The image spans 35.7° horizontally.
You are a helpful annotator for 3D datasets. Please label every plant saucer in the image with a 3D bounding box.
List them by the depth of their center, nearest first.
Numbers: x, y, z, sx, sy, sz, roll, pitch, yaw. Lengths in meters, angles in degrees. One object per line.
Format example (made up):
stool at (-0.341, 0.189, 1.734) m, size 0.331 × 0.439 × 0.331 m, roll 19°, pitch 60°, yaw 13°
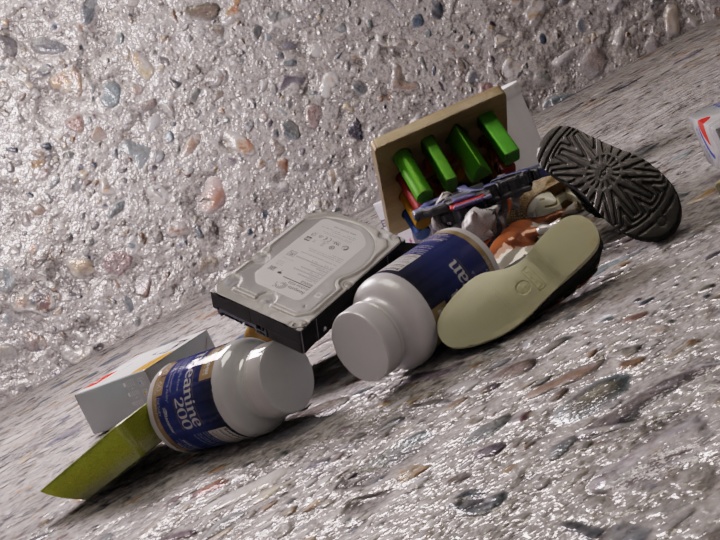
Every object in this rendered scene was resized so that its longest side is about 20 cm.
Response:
plant saucer at (-0.280, 0.210, 1.415) m, size 0.199 × 0.048 × 0.200 m, roll -39°, pitch 0°, yaw 36°

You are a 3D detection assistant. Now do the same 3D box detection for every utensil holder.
utensil holder at (0.234, -0.196, 1.916) m, size 0.168 × 0.202 × 0.170 m, roll -25°, pitch 6°, yaw 3°

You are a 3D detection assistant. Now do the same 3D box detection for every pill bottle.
pill bottle at (0.061, 0.040, 1.245) m, size 0.199 × 0.112 × 0.110 m, roll -33°, pitch 10°, yaw -40°
pill bottle at (-0.148, 0.141, 1.288) m, size 0.198 × 0.112 × 0.111 m, roll -20°, pitch 9°, yaw 42°

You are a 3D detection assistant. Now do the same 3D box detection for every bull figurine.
bull figurine at (0.210, -0.029, 1.382) m, size 0.120 × 0.066 × 0.200 m, roll -20°, pitch 10°, yaw 24°

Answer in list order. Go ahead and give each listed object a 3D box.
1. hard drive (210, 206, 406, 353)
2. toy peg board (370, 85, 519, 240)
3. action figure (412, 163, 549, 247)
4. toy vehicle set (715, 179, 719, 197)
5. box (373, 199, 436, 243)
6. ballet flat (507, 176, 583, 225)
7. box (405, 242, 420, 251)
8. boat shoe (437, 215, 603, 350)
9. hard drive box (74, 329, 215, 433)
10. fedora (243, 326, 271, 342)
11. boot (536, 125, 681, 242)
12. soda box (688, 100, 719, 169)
hard drive at (-0.057, 0.004, 1.283) m, size 0.138 × 0.038 × 0.200 m, roll 21°, pitch 45°, yaw 32°
toy peg board at (0.132, -0.122, 1.559) m, size 0.197 × 0.099 × 0.200 m, roll -23°, pitch -34°, yaw -7°
action figure at (0.178, -0.071, 1.471) m, size 0.197 × 0.106 × 0.193 m, roll -18°, pitch 3°, yaw 15°
toy vehicle set at (0.498, -0.139, 1.262) m, size 0.123 × 0.027 × 0.199 m, roll -19°, pitch 11°, yaw 48°
box at (0.126, -0.086, 1.797) m, size 0.114 × 0.134 × 0.199 m, roll -28°, pitch 7°, yaw -26°
ballet flat at (0.298, -0.109, 1.633) m, size 0.198 × 0.071 × 0.065 m, roll -30°, pitch 21°, yaw 7°
box at (0.000, 0.000, 1.478) m, size 0.190 × 0.048 × 0.200 m, roll 2°, pitch -12°, yaw -5°
boat shoe at (0.172, 0.023, 1.187) m, size 0.200 × 0.074 × 0.063 m, roll -36°, pitch -28°, yaw 1°
hard drive box at (-0.344, 0.184, 1.831) m, size 0.198 × 0.078 × 0.155 m, roll -21°, pitch 9°, yaw 39°
fedora at (-0.093, 0.073, 1.450) m, size 0.201 × 0.082 × 0.201 m, roll -50°, pitch -1°, yaw -1°
boot at (0.315, -0.086, 1.323) m, size 0.080 × 0.211 × 0.157 m, roll -50°, pitch -39°, yaw 8°
soda box at (0.426, -0.154, 1.263) m, size 0.067 × 0.064 × 0.200 m, roll -25°, pitch 7°, yaw 13°
